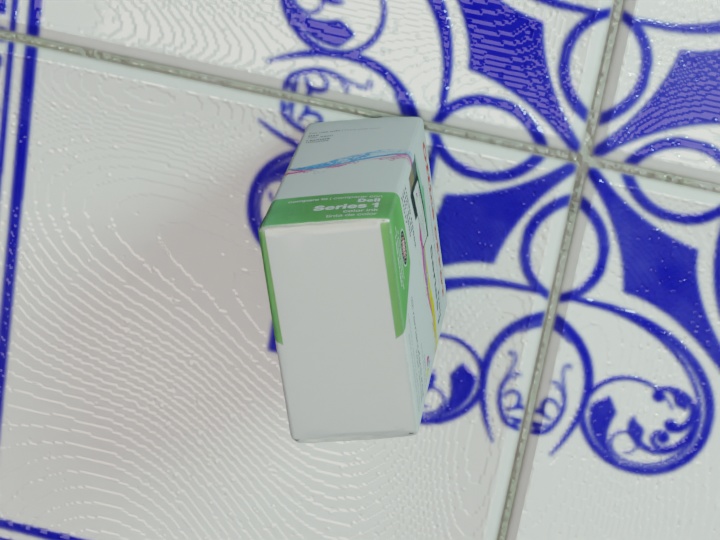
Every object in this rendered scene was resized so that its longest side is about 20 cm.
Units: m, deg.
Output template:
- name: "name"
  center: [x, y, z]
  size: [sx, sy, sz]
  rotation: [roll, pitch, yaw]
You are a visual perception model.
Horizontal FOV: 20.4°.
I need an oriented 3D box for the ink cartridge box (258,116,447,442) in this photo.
- name: "ink cartridge box"
  center: [0.000, 0.000, 1.280]
  size: [0.084, 0.200, 0.145]
  rotation: [-4, 112, 10]
